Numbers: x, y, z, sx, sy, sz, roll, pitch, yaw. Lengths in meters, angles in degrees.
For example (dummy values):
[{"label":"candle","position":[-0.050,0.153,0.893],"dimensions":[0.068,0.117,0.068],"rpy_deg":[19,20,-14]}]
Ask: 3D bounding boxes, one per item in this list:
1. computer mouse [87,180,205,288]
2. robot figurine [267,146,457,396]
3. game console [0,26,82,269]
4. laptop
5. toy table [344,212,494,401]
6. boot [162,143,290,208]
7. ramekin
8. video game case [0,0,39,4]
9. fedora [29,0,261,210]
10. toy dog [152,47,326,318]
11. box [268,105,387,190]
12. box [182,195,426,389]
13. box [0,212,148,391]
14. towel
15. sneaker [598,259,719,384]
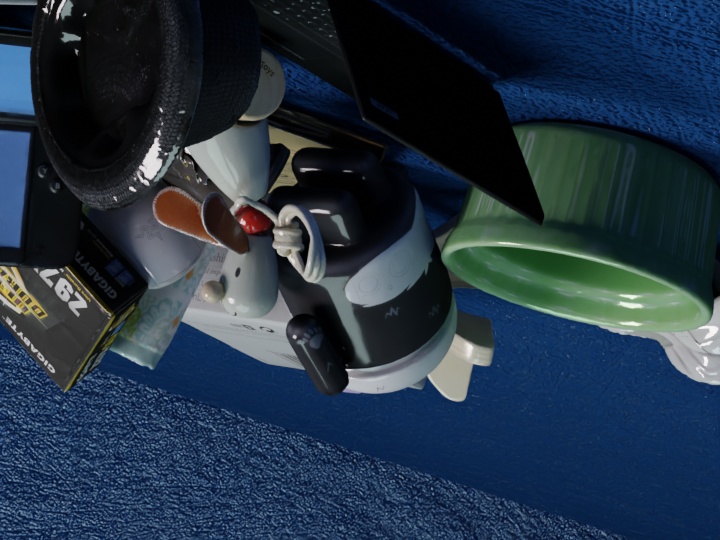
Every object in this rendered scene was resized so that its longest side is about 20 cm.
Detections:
[{"label":"computer mouse","position":[-0.188,-0.054,1.342],"dimensions":[0.200,0.110,0.044],"rpy_deg":[40,164,48]},{"label":"robot figurine","position":[-0.002,0.001,1.232],"dimensions":[0.125,0.150,0.200],"rpy_deg":[50,168,48]},{"label":"game console","position":[-0.277,-0.084,1.137],"dimensions":[0.199,0.171,0.118],"rpy_deg":[4,-173,-20]},{"label":"laptop","position":[0.003,-0.106,1.059],"dimensions":[0.200,0.104,0.177],"rpy_deg":[2,162,45]},{"label":"toy table","position":[0.050,0.018,1.394],"dimensions":[0.117,0.184,0.201],"rpy_deg":[8,128,-4]},{"label":"boot","position":[-0.159,-0.113,1.233],"dimensions":[0.174,0.069,0.200],"rpy_deg":[39,165,-30]},{"label":"ramekin","position":[0.166,-0.031,1.203],"dimensions":[0.199,0.098,0.200],"rpy_deg":[14,168,3]},{"label":"video game case","position":[-0.302,-0.192,1.052],"dimensions":[0.181,0.023,0.200],"rpy_deg":[11,-169,16]},{"label":"fedora","position":[-0.124,-0.128,1.016],"dimensions":[0.091,0.202,0.200],"rpy_deg":[-2,179,-36]},{"label":"toy dog","position":[-0.105,-0.067,1.128],"dimensions":[0.096,0.201,0.132],"rpy_deg":[-10,173,-26]},{"label":"box","position":[-0.076,-0.099,1.362],"dimensions":[0.163,0.021,0.200],"rpy_deg":[19,167,-9]},{"label":"box","position":[-0.049,0.015,1.583],"dimensions":[0.198,0.131,0.200],"rpy_deg":[6,164,35]},{"label":"box","position":[-0.271,-0.015,1.333],"dimensions":[0.200,0.049,0.160],"rpy_deg":[48,144,3]},{"label":"towel","position":[-0.223,-0.028,1.439],"dimensions":[0.199,0.172,0.048],"rpy_deg":[24,177,22]},{"label":"sneaker","position":[0.253,0.011,1.370],"dimensions":[0.078,0.100,0.200],"rpy_deg":[-19,-147,-35]}]
